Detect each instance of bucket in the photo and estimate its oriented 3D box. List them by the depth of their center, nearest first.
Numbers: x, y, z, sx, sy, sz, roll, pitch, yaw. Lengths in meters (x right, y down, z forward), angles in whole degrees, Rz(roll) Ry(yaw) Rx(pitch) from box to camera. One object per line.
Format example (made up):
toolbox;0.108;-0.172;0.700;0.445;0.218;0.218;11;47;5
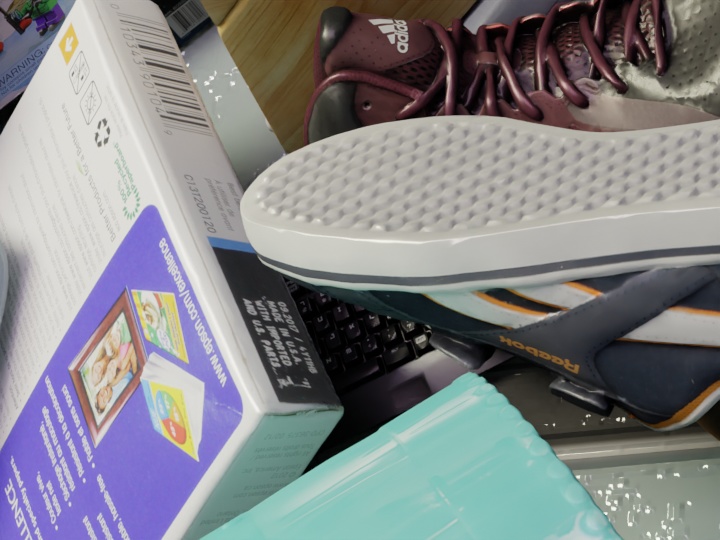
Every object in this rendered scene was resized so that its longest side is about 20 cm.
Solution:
bucket;0.028;0.139;0.666;0.134;0.208;0.208;-35;54;-4

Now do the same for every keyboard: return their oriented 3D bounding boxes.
keyboard;0.000;0.000;0.848;0.199;0.040;0.105;-27;56;11

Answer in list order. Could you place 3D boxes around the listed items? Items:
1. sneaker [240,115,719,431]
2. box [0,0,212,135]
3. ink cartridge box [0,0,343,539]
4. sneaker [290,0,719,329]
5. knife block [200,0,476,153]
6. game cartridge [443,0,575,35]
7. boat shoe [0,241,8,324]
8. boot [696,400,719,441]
sneaker;0.061;0.003;0.688;0.198;0.080;0.079;1;33;26
box;-0.163;-0.101;0.983;0.199;0.038;0.137;-37;55;5
ink cartridge box;-0.099;0.040;0.853;0.200;0.043;0.199;-53;47;32
sneaker;0.049;-0.058;0.736;0.200;0.115;0.076;-39;28;36
knife block;0.027;-0.126;0.768;0.174;0.200;0.064;-8;55;16
game cartridge;0.045;-0.145;0.843;0.133;0.041;0.201;125;153;-46
boat shoe;-0.191;0.064;0.875;0.086;0.074;0.204;25;104;51
boot;0.179;-0.004;0.749;0.199;0.074;0.155;28;71;38
